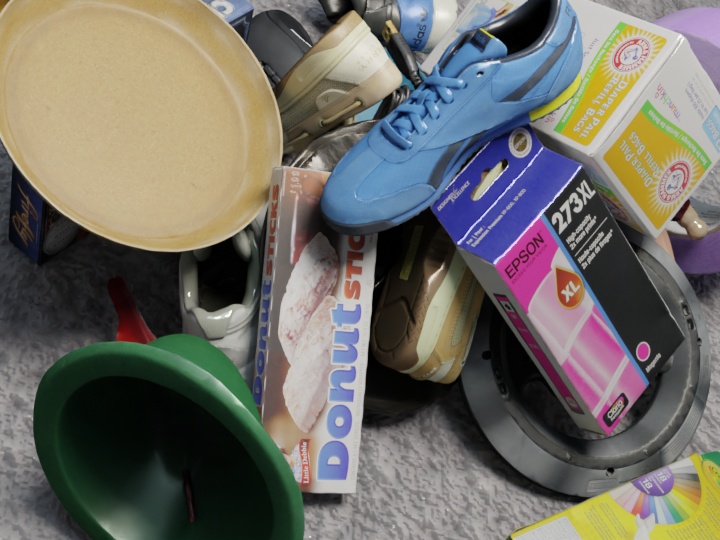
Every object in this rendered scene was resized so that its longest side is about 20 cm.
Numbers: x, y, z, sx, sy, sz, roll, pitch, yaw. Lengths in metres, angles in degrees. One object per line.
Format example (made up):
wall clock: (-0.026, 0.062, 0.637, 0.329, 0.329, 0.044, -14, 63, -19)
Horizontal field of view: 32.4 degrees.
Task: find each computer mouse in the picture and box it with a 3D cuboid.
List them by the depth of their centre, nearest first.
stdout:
computer mouse: (-0.035, -0.159, 0.971, 0.046, 0.140, 0.202, 23, 32, -53)

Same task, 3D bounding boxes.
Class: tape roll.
tape roll: (0.267, -0.103, 0.991, 0.065, 0.201, 0.200, -26, 63, -36)

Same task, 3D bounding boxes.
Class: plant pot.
plant pot: (-0.141, -0.100, 0.780, 0.197, 0.027, 0.203, 16, 58, -27)

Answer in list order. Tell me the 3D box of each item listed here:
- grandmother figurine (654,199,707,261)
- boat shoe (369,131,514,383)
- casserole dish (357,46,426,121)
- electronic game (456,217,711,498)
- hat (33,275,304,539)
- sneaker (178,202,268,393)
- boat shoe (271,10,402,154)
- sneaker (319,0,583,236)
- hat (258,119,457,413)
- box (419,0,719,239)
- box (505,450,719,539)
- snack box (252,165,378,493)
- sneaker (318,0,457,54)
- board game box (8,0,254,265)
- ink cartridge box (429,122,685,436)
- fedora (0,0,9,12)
grandmother figurine: (0.214, -0.030, 0.955, 0.119, 0.060, 0.203, -9, 79, -24)
boat shoe: (0.071, -0.023, 0.829, 0.075, 0.203, 0.071, 23, -2, -32)
casserole dish: (0.025, -0.109, 1.018, 0.119, 0.039, 0.201, -12, 55, -29)
electronic game: (0.159, 0.058, 0.875, 0.196, 0.042, 0.204, 3, 78, -15)
hat: (-0.089, 0.068, 0.751, 0.200, 0.166, 0.176, 42, 36, -3)
sneaker: (-0.088, -0.016, 0.845, 0.076, 0.100, 0.202, -3, 50, -5)
boat shoe: (-0.037, -0.110, 0.885, 0.065, 0.199, 0.072, 44, 56, -8)
sneaker: (0.051, -0.102, 0.754, 0.199, 0.079, 0.066, -36, 54, -9)
hat: (0.000, 0.000, 0.868, 0.198, 0.080, 0.205, 2, 87, -33)
box: (0.155, -0.125, 0.895, 0.112, 0.102, 0.200, 40, -2, -41)
box: (0.195, 0.197, 0.811, 0.197, 0.049, 0.118, -16, 57, -28)
snack box: (-0.030, 0.039, 0.790, 0.071, 0.024, 0.204, 5, 89, -26)
sneaker: (0.014, -0.267, 1.114, 0.109, 0.077, 0.202, 7, 41, -17)
board game box: (-0.161, -0.105, 0.877, 0.034, 0.137, 0.200, 36, 48, 16)
ink cartridge box: (0.132, 0.004, 0.803, 0.095, 0.037, 0.201, -45, 113, -19)
fedora: (-0.310, -0.212, 0.950, 0.197, 0.083, 0.203, 10, 43, -9)
